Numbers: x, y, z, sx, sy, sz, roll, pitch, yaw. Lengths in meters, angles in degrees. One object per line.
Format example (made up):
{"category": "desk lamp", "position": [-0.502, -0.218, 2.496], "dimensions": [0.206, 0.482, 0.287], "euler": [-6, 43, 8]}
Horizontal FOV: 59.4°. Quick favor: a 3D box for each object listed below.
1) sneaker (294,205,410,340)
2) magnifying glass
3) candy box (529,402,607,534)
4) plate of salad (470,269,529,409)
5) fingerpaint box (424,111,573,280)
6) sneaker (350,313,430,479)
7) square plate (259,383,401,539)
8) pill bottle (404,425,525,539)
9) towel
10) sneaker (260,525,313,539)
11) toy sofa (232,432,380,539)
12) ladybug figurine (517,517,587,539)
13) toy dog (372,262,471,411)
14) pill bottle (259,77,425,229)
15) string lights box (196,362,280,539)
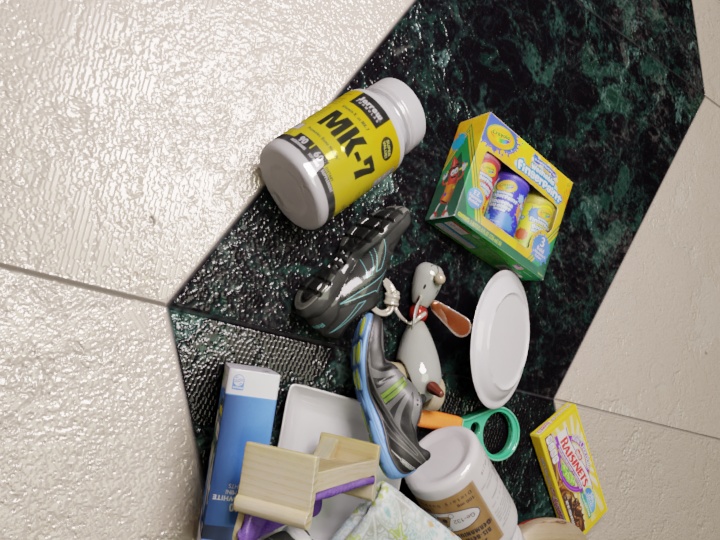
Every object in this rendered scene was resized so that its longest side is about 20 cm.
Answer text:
{"category": "sneaker", "position": [0.000, 0.000, 0.815], "dimensions": [0.200, 0.075, 0.080], "euler": [-47, 118, -15]}
{"category": "magnifying glass", "position": [0.160, 0.231, 0.929], "dimensions": [0.196, 0.022, 0.082], "euler": [18, 79, -28]}
{"category": "candy box", "position": [0.345, 0.333, 1.039], "dimensions": [0.101, 0.026, 0.204], "euler": [-27, 103, -33]}
{"category": "plate of salad", "position": [0.202, 0.101, 0.940], "dimensions": [0.198, 0.047, 0.206], "euler": [-8, 100, -52]}
{"category": "fingerpaint box", "position": [0.212, -0.104, 0.943], "dimensions": [0.198, 0.073, 0.170], "euler": [31, 73, -28]}
{"category": "sneaker", "position": [0.037, 0.152, 0.788], "dimensions": [0.081, 0.071, 0.204], "euler": [-15, 87, -11]}
{"category": "square plate", "position": [-0.032, 0.262, 0.804], "dimensions": [0.195, 0.028, 0.205], "euler": [19, 78, -30]}
{"category": "pill bottle", "position": [0.150, 0.325, 0.864], "dimensions": [0.114, 0.113, 0.202], "euler": [-41, 111, -26]}
{"category": "towel", "position": [0.025, 0.383, 0.778], "dimensions": [0.171, 0.048, 0.201], "euler": [40, 89, -22]}
{"category": "sneaker", "position": [-0.109, 0.386, 0.706], "dimensions": [0.078, 0.073, 0.205], "euler": [5, 97, -44]}
{"category": "toy sofa", "position": [-0.049, 0.232, 0.670], "dimensions": [0.200, 0.081, 0.100], "euler": [30, 67, -67]}
{"category": "ladybug figurine", "position": [0.276, 0.445, 0.964], "dimensions": [0.197, 0.071, 0.139], "euler": [19, 79, -30]}
{"category": "toy dog", "position": [0.088, 0.094, 0.845], "dimensions": [0.129, 0.096, 0.206], "euler": [-8, 93, -32]}
{"category": "pill bottle", "position": [-0.017, -0.150, 0.779], "dimensions": [0.199, 0.113, 0.116], "euler": [-40, 108, -27]}
{"category": "string lights box", "position": [-0.135, 0.209, 0.692], "dimensions": [0.058, 0.103, 0.205], "euler": [10, 82, -13]}
